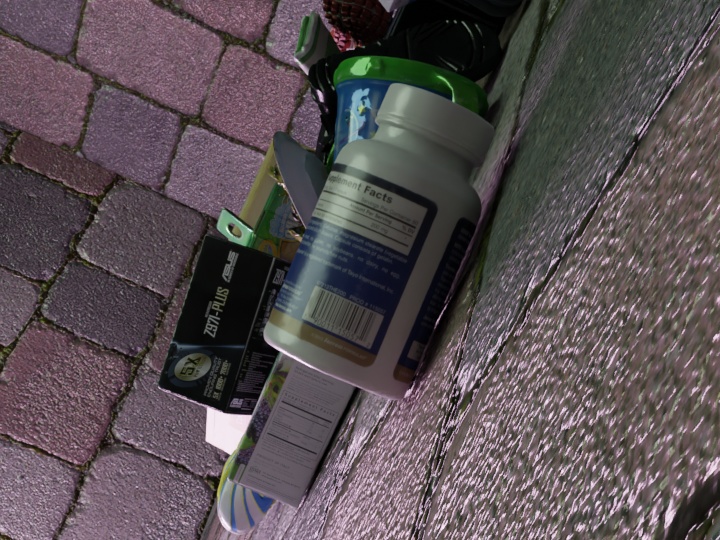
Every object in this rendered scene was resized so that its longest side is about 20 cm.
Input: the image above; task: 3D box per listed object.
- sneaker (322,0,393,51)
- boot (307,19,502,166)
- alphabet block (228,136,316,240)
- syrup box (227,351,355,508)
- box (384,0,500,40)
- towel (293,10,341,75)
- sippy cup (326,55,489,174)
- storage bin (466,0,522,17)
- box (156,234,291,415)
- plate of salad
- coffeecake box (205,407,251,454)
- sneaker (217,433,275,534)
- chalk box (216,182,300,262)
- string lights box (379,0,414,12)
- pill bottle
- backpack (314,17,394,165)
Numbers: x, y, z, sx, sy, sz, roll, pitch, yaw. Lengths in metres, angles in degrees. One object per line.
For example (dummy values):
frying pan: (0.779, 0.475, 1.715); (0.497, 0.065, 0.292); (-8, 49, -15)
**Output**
sneaker: (0.001, -0.297, 1.437); (0.200, 0.077, 0.083); (120, 173, -71)
boot: (0.047, -0.148, 1.253); (0.163, 0.196, 0.074); (72, -175, -49)
alphabet block: (-0.093, -0.045, 1.922); (0.197, 0.194, 0.202); (125, 169, -60)
syrup box: (-0.056, 0.124, 1.261); (0.079, 0.081, 0.202); (-74, 7, -63)
box: (0.098, -0.293, 1.414); (0.149, 0.103, 0.201); (117, 174, -48)
towel: (-0.009, -0.173, 1.393); (0.023, 0.201, 0.153); (-27, 22, 14)
sippy cup: (0.032, -0.100, 1.113); (0.178, 0.138, 0.132); (61, -139, -82)
storage bin: (0.137, -0.361, 1.156); (0.134, 0.144, 0.202); (-35, 31, 63)
box: (-0.114, 0.065, 1.369); (0.200, 0.085, 0.166); (21, -93, -70)
plate of salad: (-0.032, -0.034, 1.164); (0.048, 0.201, 0.200); (-29, 13, 10)
coffeecake box: (-0.116, 0.121, 1.650); (0.201, 0.072, 0.154); (-55, -16, -37)
sneaker: (-0.110, 0.215, 1.508); (0.105, 0.075, 0.202); (146, 148, -81)
chalk box: (-0.085, -0.012, 1.556); (0.125, 0.198, 0.125); (122, 171, -65)
string lights box: (0.100, -0.339, 1.277); (0.199, 0.059, 0.103); (-29, -17, -30)
pill bottle: (0.018, -0.022, 0.902); (0.111, 0.110, 0.202); (-172, 105, -86)
backpack: (0.023, -0.195, 1.616); (0.162, 0.154, 0.201); (6, 58, 56)
